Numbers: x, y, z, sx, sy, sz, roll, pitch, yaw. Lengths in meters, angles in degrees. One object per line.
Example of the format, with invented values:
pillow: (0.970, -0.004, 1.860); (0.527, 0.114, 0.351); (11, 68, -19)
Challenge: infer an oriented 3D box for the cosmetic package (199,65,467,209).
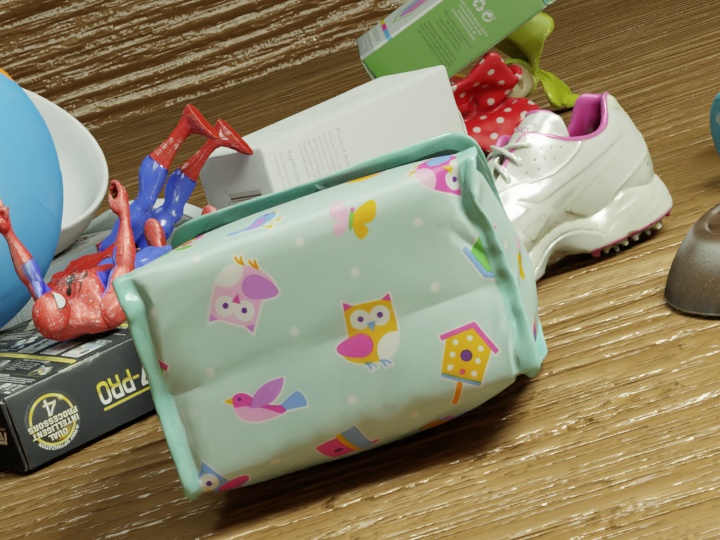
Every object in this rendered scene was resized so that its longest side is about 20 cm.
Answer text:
cosmetic package: (-0.012, -0.068, 1.374); (0.074, 0.102, 0.200); (-5, 15, 44)

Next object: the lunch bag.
lunch bag: (-0.005, 0.016, 0.890); (0.170, 0.122, 0.200); (-19, 2, 7)

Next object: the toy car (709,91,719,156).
toy car: (0.294, -0.171, 1.113); (0.184, 0.201, 0.177); (-22, 11, -17)

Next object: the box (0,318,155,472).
box: (-0.178, 0.060, 1.141); (0.161, 0.049, 0.200); (-27, 14, -33)

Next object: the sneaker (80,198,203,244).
sneaker: (-0.176, -0.019, 1.477); (0.199, 0.073, 0.071); (-9, 14, 36)

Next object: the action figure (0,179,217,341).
action figure: (-0.148, -0.021, 1.130); (0.065, 0.099, 0.200); (-14, 13, 21)

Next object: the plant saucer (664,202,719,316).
plant saucer: (0.240, -0.027, 0.937); (0.199, 0.032, 0.200); (-17, 12, 4)

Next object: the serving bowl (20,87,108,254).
serving bowl: (-0.283, -0.061, 1.380); (0.199, 0.066, 0.200); (14, 35, -10)

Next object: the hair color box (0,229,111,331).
hair color box: (-0.244, 0.030, 1.370); (0.099, 0.061, 0.200); (-9, 14, 35)

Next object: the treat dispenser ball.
treat dispenser ball: (-0.281, -0.044, 1.180); (0.200, 0.202, 0.201); (-17, 10, 3)

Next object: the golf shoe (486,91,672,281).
golf shoe: (0.081, -0.035, 1.077); (0.200, 0.092, 0.075); (-26, 14, -30)

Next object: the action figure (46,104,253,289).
action figure: (-0.152, -0.015, 1.279); (0.200, 0.052, 0.065); (-49, -25, 13)

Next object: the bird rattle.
bird rattle: (0.100, -0.136, 1.656); (0.163, 0.113, 0.200); (-25, 17, 38)

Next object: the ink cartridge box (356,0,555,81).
ink cartridge box: (0.092, -0.217, 1.583); (0.200, 0.059, 0.104); (-36, 14, 8)
